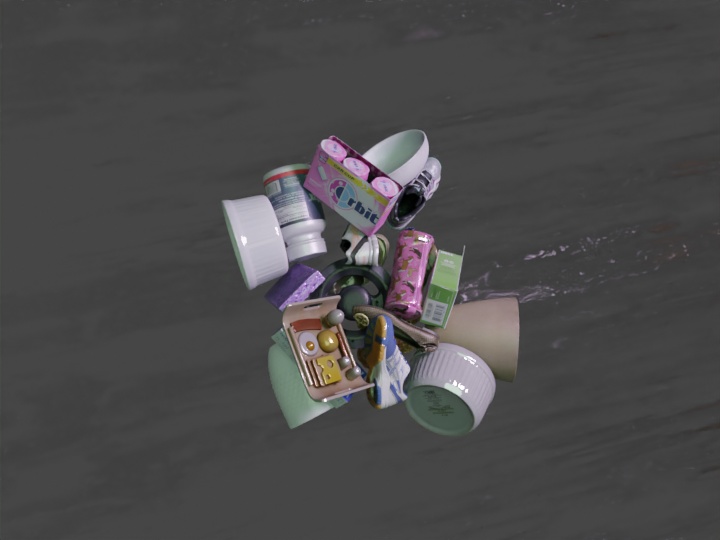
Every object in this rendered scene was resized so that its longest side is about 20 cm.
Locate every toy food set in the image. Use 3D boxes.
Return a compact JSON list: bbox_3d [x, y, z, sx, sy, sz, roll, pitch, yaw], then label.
[{"bbox_3d":[-0.060,0.152,1.125,0.143,0.060,0.201,-7,68,-44],"label":"toy food set"}]

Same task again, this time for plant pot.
[{"bbox_3d":[0.244,0.148,1.277,0.198,0.187,0.189,4,84,8],"label":"plant pot"}]

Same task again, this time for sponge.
[{"bbox_3d":[-0.148,0.038,1.228,0.112,0.200,0.030,-47,107,-9],"label":"sponge"}]

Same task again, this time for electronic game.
[{"bbox_3d":[-0.014,0.071,1.250,0.198,0.042,0.202,0,84,-1],"label":"electronic game"}]

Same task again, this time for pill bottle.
[{"bbox_3d":[-0.142,-0.127,1.282,0.118,0.120,0.202,-14,87,-7],"label":"pill bottle"}]

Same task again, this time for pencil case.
[{"bbox_3d":[0.106,0.009,1.219,0.082,0.087,0.202,9,63,9],"label":"pencil case"}]

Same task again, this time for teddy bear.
[{"bbox_3d":[0.062,0.140,1.278,0.200,0.067,0.145,-42,88,9],"label":"teddy bear"}]

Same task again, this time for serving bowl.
[{"bbox_3d":[0.072,-0.234,1.292,0.200,0.200,0.066,-39,120,-7],"label":"serving bowl"}]

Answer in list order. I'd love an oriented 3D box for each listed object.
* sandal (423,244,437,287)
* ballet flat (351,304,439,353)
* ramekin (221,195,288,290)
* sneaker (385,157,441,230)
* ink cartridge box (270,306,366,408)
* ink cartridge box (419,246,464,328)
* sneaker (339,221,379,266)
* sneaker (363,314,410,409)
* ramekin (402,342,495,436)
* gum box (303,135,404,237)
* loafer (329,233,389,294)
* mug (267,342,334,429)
[{"bbox_3d":[0.114,0.024,1.322,0.080,0.054,0.201,33,93,6],"label":"sandal"},{"bbox_3d":[0.072,0.125,1.191,0.198,0.067,0.047,23,65,-3],"label":"ballet flat"},{"bbox_3d":[-0.228,-0.066,1.233,0.097,0.200,0.202,-17,86,-13],"label":"ramekin"},{"bbox_3d":[0.135,-0.185,1.302,0.077,0.140,0.201,32,84,-3],"label":"sneaker"},{"bbox_3d":[-0.083,0.176,1.168,0.200,0.044,0.094,48,40,-5],"label":"ink cartridge box"},{"bbox_3d":[0.183,0.025,1.255,0.059,0.200,0.105,16,124,6],"label":"ink cartridge box"},{"bbox_3d":[-0.010,-0.085,1.268,0.079,0.201,0.074,-4,129,-7],"label":"sneaker"},{"bbox_3d":[0.059,0.184,1.174,0.087,0.075,0.202,-6,108,-24],"label":"sneaker"},{"bbox_3d":[0.184,0.266,1.228,0.199,0.200,0.105,36,45,-1],"label":"ramekin"},{"bbox_3d":[-0.022,-0.181,1.201,0.199,0.114,0.066,37,45,7],"label":"gum box"},{"bbox_3d":[0.000,0.000,1.309,0.075,0.068,0.201,36,83,-2],"label":"loafer"},{"bbox_3d":[-0.105,0.224,1.253,0.199,0.148,0.177,-20,78,-37],"label":"mug"}]
